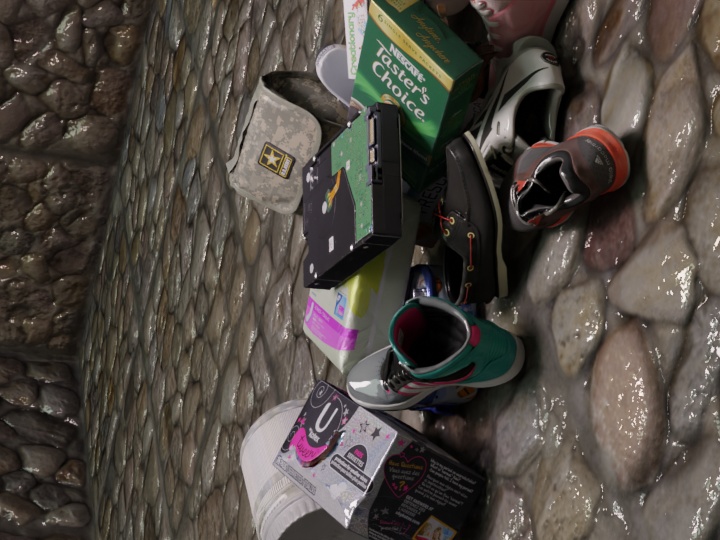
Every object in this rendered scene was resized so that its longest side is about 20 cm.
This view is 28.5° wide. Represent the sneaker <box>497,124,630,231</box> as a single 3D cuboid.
[{"bbox_3d":[0.160,-0.075,1.284,0.077,0.082,0.200,59,155,3],"label":"sneaker"}]

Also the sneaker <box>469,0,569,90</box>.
[{"bbox_3d":[0.139,-0.248,1.393,0.076,0.104,0.201,-107,28,-44],"label":"sneaker"}]

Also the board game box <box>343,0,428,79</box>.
[{"bbox_3d":[0.040,-0.294,1.563,0.200,0.034,0.128,-35,-55,-57],"label":"board game box"}]

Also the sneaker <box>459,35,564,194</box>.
[{"bbox_3d":[0.145,-0.121,1.386,0.089,0.073,0.201,-107,29,-51],"label":"sneaker"}]

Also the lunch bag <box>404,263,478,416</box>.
[{"bbox_3d":[0.067,0.080,1.560,0.200,0.075,0.162,159,113,-70],"label":"lunch bag"}]

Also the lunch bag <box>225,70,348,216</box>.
[{"bbox_3d":[-0.058,-0.155,1.783,0.118,0.198,0.165,-104,28,-44],"label":"lunch bag"}]

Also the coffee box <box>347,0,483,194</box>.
[{"bbox_3d":[0.049,-0.177,1.402,0.123,0.044,0.200,48,155,16],"label":"coffee box"}]

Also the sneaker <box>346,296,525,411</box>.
[{"bbox_3d":[0.049,0.084,1.398,0.199,0.121,0.084,-16,59,29],"label":"sneaker"}]

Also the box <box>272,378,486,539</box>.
[{"bbox_3d":[0.016,0.212,1.507,0.115,0.132,0.200,-61,28,-3],"label":"box"}]

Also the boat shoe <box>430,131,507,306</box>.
[{"bbox_3d":[0.103,-0.044,1.386,0.074,0.063,0.203,-112,9,-47],"label":"boat shoe"}]

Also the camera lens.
[{"bbox_3d":[-0.058,0.268,1.731,0.201,0.158,0.161,-112,33,-52],"label":"camera lens"}]

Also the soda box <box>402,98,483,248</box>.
[{"bbox_3d":[0.084,-0.108,1.555,0.200,0.068,0.064,122,156,-51],"label":"soda box"}]

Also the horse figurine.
[{"bbox_3d":[0.072,-0.218,1.440,0.200,0.050,0.133,42,157,48],"label":"horse figurine"}]

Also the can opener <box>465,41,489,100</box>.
[{"bbox_3d":[0.088,-0.207,1.586,0.200,0.063,0.079,159,114,-68],"label":"can opener"}]

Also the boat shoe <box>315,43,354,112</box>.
[{"bbox_3d":[0.020,-0.184,1.615,0.070,0.200,0.066,-47,23,7],"label":"boat shoe"}]

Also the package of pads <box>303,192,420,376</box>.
[{"bbox_3d":[0.000,0.000,1.554,0.154,0.068,0.202,-141,60,-68],"label":"package of pads"}]

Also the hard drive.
[{"bbox_3d":[-0.011,-0.072,1.451,0.200,0.037,0.141,142,130,-63],"label":"hard drive"}]

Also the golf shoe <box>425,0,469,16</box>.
[{"bbox_3d":[0.123,-0.338,1.511,0.201,0.078,0.098,113,148,-44],"label":"golf shoe"}]
